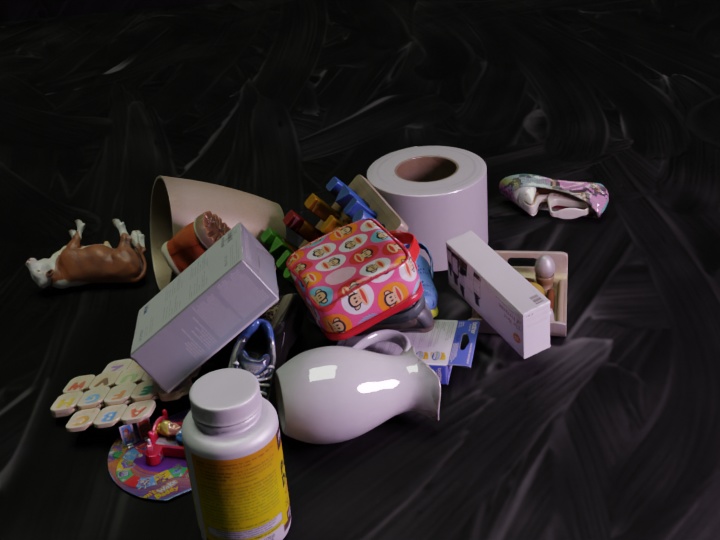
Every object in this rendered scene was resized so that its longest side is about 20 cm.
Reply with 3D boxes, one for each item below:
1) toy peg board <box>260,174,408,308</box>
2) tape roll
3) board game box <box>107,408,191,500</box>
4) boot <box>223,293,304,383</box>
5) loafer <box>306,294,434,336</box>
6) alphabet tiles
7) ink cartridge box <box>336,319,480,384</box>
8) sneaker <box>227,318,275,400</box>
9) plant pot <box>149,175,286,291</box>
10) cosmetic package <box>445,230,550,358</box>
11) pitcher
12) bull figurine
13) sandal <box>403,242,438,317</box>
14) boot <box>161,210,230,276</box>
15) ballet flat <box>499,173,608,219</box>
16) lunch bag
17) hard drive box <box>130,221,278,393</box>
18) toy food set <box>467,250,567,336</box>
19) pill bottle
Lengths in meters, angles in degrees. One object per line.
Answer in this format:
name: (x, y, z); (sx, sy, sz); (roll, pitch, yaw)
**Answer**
toy peg board: (-0.054, -0.053, 1.678); (0.200, 0.097, 0.200); (-50, 33, 8)
tape roll: (0.113, -0.107, 1.816); (0.200, 0.141, 0.203); (-4, 30, 2)
board game box: (-0.228, 0.215, 1.398); (0.198, 0.039, 0.158); (-21, 33, -25)
boot: (-0.180, 0.101, 1.563); (0.149, 0.074, 0.201); (2, 39, 23)
loafer: (0.013, 0.069, 1.534); (0.198, 0.063, 0.072); (-4, 45, 38)
alphabet tiles: (-0.322, 0.160, 1.498); (0.197, 0.015, 0.196); (-9, 21, 11)
ink cartridge box: (0.066, 0.112, 1.536); (0.197, 0.042, 0.120); (-1, 28, 14)
sneaker: (-0.147, 0.146, 1.388); (0.076, 0.086, 0.202); (10, 50, -9)
plant pot: (-0.229, -0.061, 1.776); (0.198, 0.189, 0.187); (-3, 26, -23)
cosmetic package: (0.191, 0.032, 1.535); (0.050, 0.083, 0.200); (-24, 40, -17)
pitcher: (-0.012, 0.142, 1.414); (0.197, 0.123, 0.172); (-8, 31, -12)
bull figurine: (-0.452, -0.022, 1.814); (0.197, 0.065, 0.123); (2, 62, -2)
sandal: (0.077, 0.015, 1.621); (0.078, 0.088, 0.200); (0, 17, -1)
boot: (-0.213, 0.006, 1.658); (0.107, 0.200, 0.075); (-29, 30, 22)
ballet flat: (0.331, -0.125, 1.899); (0.198, 0.070, 0.072); (8, 51, 22)
lunch bag: (0.000, 0.000, 1.497); (0.175, 0.083, 0.200); (-29, 27, -5)
hard drive box: (-0.210, 0.047, 1.473); (0.199, 0.077, 0.156); (-39, 20, 9)
toy food set: (0.239, 0.029, 1.633); (0.142, 0.061, 0.201); (1, 30, 11)
pill bottle: (-0.140, 0.215, 1.221); (0.108, 0.202, 0.110); (-4, 29, 2)
